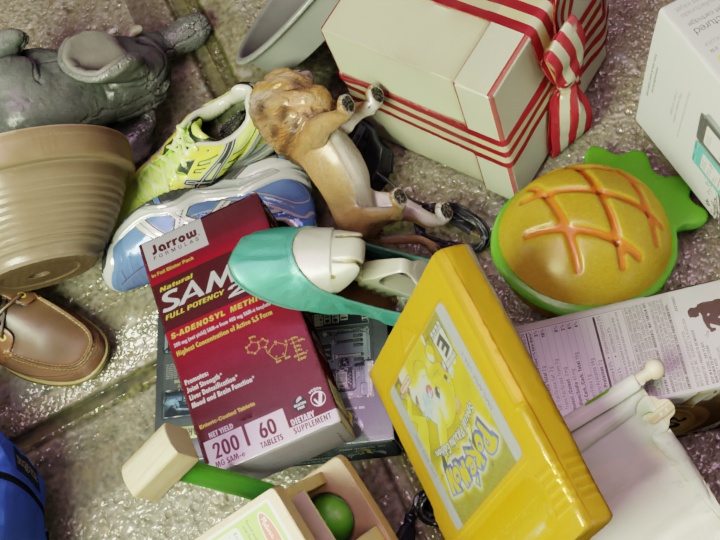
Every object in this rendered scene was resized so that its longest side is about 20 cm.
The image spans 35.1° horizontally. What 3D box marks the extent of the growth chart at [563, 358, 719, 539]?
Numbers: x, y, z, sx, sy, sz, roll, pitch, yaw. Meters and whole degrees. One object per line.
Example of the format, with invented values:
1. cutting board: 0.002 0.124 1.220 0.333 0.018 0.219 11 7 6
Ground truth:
1. growth chart: 0.182 0.177 0.773 0.144 0.018 0.201 -28 98 11

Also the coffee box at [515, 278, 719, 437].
1. coffee box: 0.196 0.078 0.827 0.198 0.113 0.081 -14 65 9

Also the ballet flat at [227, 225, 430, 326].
1. ballet flat: 0.000 0.000 0.855 0.070 0.198 0.068 -38 45 46

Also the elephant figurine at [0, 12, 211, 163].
1. elephant figurine: -0.234 -0.167 1.032 0.198 0.142 0.157 -8 83 0

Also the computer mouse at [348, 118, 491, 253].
1. computer mouse: 0.032 -0.077 0.979 0.199 0.034 0.059 38 111 18

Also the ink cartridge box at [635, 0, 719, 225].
1. ink cartridge box: 0.328 -0.112 0.847 0.146 0.146 0.201 -28 64 -8

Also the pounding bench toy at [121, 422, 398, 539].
1. pounding bench toy: -0.065 0.190 0.796 0.124 0.156 0.201 -36 80 16

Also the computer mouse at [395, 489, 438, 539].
1. computer mouse: 0.080 0.247 0.821 0.139 0.046 0.202 3 68 15

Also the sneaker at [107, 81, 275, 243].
1. sneaker: -0.157 -0.098 1.011 0.200 0.076 0.075 -43 66 -3

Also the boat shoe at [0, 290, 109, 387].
1. boat shoe: -0.312 0.044 0.995 0.198 0.068 0.073 21 74 21

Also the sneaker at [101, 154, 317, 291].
1. sneaker: -0.129 -0.028 0.974 0.198 0.076 0.078 -25 62 3

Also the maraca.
1. maraca: 0.186 -0.033 0.885 0.137 0.108 0.200 37 54 21

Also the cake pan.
1. cake pan: -0.034 -0.251 1.004 0.037 0.200 0.201 38 77 -20

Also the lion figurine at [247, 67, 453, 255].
1. lion figurine: -0.014 -0.082 0.940 0.122 0.072 0.201 -20 99 45

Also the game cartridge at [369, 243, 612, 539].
1. game cartridge: 0.077 0.112 0.767 0.032 0.177 0.201 -12 61 -24

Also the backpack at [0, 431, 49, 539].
1. backpack: -0.335 0.189 0.894 0.166 0.163 0.201 -16 51 -3

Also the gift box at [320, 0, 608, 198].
1. gift box: 0.105 -0.197 0.929 0.186 0.185 0.201 27 80 25

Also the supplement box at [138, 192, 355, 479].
1. supplement box: -0.089 0.053 0.880 0.108 0.061 0.201 -24 66 2

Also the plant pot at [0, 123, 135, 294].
1. plant pot: -0.276 -0.040 0.939 0.199 0.201 0.094 -20 81 5

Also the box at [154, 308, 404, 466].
1. box: -0.067 0.078 0.928 0.198 0.051 0.159 -8 66 10
